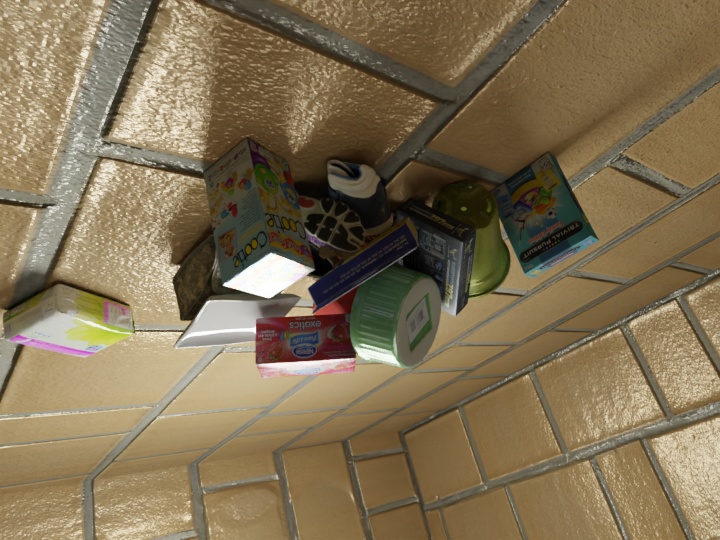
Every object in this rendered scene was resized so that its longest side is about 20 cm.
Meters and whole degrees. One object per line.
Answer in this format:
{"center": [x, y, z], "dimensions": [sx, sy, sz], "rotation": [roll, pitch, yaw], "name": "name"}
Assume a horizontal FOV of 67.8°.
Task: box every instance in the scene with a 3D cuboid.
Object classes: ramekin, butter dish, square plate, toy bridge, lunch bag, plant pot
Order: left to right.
{"center": [-0.247, 0.009, 1.045], "dimensions": [0.162, 0.119, 0.200], "rotation": [5, 141, -44], "name": "lunch bag"}
{"center": [-0.242, 0.094, 1.048], "dimensions": [0.197, 0.029, 0.198], "rotation": [0, 149, -40], "name": "square plate"}
{"center": [-0.046, 0.042, 1.221], "dimensions": [0.201, 0.147, 0.201], "rotation": [-55, 178, -36], "name": "butter dish"}
{"center": [0.000, 0.000, 1.054], "dimensions": [0.066, 0.028, 0.200], "rotation": [-11, 145, 34], "name": "toy bridge"}
{"center": [0.076, 0.089, 1.037], "dimensions": [0.096, 0.204, 0.199], "rotation": [12, 174, 35], "name": "ramekin"}
{"center": [0.218, -0.074, 1.119], "dimensions": [0.196, 0.203, 0.186], "rotation": [-17, 144, -1], "name": "plant pot"}

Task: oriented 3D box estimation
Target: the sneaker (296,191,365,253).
{"center": [-0.079, -0.081, 0.935], "dimensions": [0.197, 0.081, 0.084], "rotation": [24, 157, 19], "name": "sneaker"}

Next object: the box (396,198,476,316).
{"center": [0.144, -0.024, 1.060], "dimensions": [0.051, 0.156, 0.202], "rotation": [-38, 142, -30], "name": "box"}

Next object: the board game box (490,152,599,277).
{"center": [0.368, -0.112, 1.096], "dimensions": [0.150, 0.203, 0.046], "rotation": [-35, 149, 33], "name": "board game box"}

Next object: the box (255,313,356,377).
{"center": [-0.108, 0.152, 1.074], "dimensions": [0.195, 0.097, 0.100], "rotation": [-3, 154, -4], "name": "box"}

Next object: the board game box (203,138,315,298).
{"center": [-0.158, -0.078, 0.828], "dimensions": [0.104, 0.203, 0.102], "rotation": [-29, 152, 25], "name": "board game box"}

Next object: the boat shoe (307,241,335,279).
{"center": [-0.126, -0.037, 1.016], "dimensions": [0.060, 0.073, 0.201], "rotation": [12, 167, 44], "name": "boat shoe"}

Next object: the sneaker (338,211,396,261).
{"center": [0.044, -0.050, 1.115], "dimensions": [0.196, 0.114, 0.078], "rotation": [-14, 155, -8], "name": "sneaker"}

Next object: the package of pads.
{"center": [-0.575, 0.106, 1.078], "dimensions": [0.152, 0.069, 0.200], "rotation": [-25, 154, 15], "name": "package of pads"}

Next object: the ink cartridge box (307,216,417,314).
{"center": [0.006, -0.015, 0.898], "dimensions": [0.196, 0.047, 0.200], "rotation": [-33, -178, 10], "name": "ink cartridge box"}

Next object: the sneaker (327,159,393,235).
{"center": [-0.044, -0.134, 0.962], "dimensions": [0.197, 0.081, 0.148], "rotation": [-1, 131, 32], "name": "sneaker"}
